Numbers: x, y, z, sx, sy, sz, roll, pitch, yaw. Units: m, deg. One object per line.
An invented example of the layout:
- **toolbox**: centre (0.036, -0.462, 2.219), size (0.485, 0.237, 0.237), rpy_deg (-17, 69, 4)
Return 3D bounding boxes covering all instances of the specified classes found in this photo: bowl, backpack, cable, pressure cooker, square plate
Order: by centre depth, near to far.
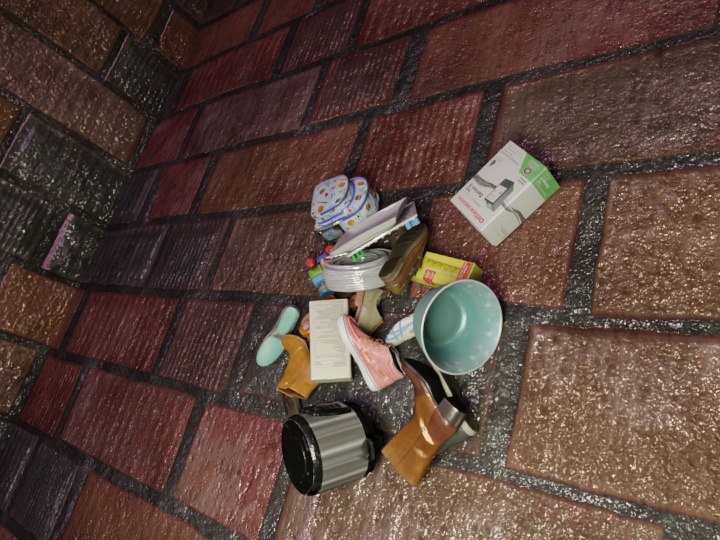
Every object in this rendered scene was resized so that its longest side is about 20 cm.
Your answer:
- **bowl**: centre (0.191, 0.112, 1.159), size (0.201, 0.200, 0.105), rpy_deg (-61, 25, -6)
- **pressure cooker**: centre (-0.057, 0.384, 1.195), size (0.176, 0.199, 0.179), rpy_deg (55, 138, 39)
- **cable**: centre (0.000, 0.000, 1.384), size (0.199, 0.069, 0.200), rpy_deg (-11, 16, -3)
- **square plate**: centre (0.028, -0.110, 1.388), size (0.200, 0.028, 0.198), rpy_deg (-28, 13, 22)
- **backpack**: centre (-0.043, -0.186, 1.562), size (0.190, 0.154, 0.201), rpy_deg (-16, 52, 22)

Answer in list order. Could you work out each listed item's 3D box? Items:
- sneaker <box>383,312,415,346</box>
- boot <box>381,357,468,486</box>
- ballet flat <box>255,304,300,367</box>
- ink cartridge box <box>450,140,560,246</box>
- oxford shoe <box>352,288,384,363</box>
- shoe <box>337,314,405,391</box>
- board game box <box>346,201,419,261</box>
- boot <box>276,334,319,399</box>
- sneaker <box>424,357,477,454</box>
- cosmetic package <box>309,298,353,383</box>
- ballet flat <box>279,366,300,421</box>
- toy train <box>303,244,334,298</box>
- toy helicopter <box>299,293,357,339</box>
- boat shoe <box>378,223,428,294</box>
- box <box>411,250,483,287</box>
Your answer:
- **sneaker**: centre (0.135, 0.130, 1.270), size (0.200, 0.072, 0.073), rpy_deg (-41, 72, 25)
- **boot**: centre (0.108, 0.306, 1.119), size (0.188, 0.068, 0.200), rpy_deg (43, 111, 31)
- **ballet flat**: centre (-0.234, 0.187, 1.562), size (0.073, 0.073, 0.200), rpy_deg (30, 90, 47)
- **ink cartridge box**: centre (0.333, -0.179, 1.264), size (0.200, 0.084, 0.146), rpy_deg (-45, 44, 12)
- **oxford shoe**: centre (0.019, 0.136, 1.365), size (0.074, 0.070, 0.201), rpy_deg (5, 81, 9)
- **shoe**: centre (0.027, 0.180, 1.279), size (0.091, 0.071, 0.201), rpy_deg (-29, 86, 20)
- **board game box**: centre (0.062, -0.103, 1.402), size (0.200, 0.026, 0.200), rpy_deg (-31, 13, 12)
- **boot**: centre (-0.180, 0.255, 1.436), size (0.201, 0.071, 0.144), rpy_deg (16, 53, 38)
- **sneaker**: centre (0.158, 0.279, 1.150), size (0.106, 0.075, 0.200), rpy_deg (-38, 47, 18)
- **cosmetic package**: centre (-0.074, 0.178, 1.363), size (0.105, 0.071, 0.201), rpy_deg (-3, 71, 3)
- **ballet flat**: centre (-0.181, 0.341, 1.438), size (0.200, 0.046, 0.068), rpy_deg (-109, 33, -47)
- **toy train**: centre (-0.052, -0.015, 1.520), size (0.200, 0.085, 0.116), rpy_deg (-31, 64, 12)
- **toy helicopter**: centre (-0.075, 0.114, 1.472), size (0.200, 0.079, 0.132), rpy_deg (-28, 40, 12)
- **boat shoe**: centre (0.113, -0.029, 1.310), size (0.072, 0.068, 0.200), rpy_deg (-4, 42, 51)
- **box**: centre (0.192, 0.004, 1.303), size (0.200, 0.050, 0.075), rpy_deg (19, 78, 46)
